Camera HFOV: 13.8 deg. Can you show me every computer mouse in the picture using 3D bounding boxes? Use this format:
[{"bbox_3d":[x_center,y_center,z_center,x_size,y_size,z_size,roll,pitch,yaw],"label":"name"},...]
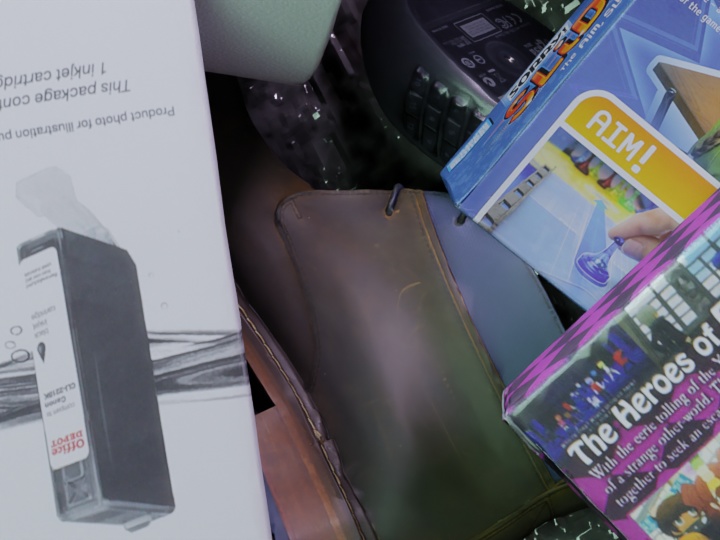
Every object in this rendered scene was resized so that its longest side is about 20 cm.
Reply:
[{"bbox_3d":[0.075,-0.007,0.786,0.200,0.059,0.034,43,123,17],"label":"computer mouse"}]

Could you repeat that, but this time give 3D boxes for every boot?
[{"bbox_3d":[0.000,0.000,0.825,0.097,0.075,0.200,-20,66,-2],"label":"boot"}]

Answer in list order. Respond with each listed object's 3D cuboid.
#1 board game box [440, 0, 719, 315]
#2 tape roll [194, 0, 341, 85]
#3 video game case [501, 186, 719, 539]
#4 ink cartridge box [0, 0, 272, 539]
[{"bbox_3d":[0.137,-0.009,0.695,0.200,0.034,0.135,39,99,-14],"label":"board game box"},{"bbox_3d":[-0.016,-0.148,0.762,0.037,0.203,0.203,8,91,-7],"label":"tape roll"},{"bbox_3d":[0.163,0.027,0.657,0.200,0.036,0.181,-44,95,7],"label":"video game case"},{"bbox_3d":[-0.085,0.006,0.763,0.084,0.144,0.201,-9,99,-14],"label":"ink cartridge box"}]
